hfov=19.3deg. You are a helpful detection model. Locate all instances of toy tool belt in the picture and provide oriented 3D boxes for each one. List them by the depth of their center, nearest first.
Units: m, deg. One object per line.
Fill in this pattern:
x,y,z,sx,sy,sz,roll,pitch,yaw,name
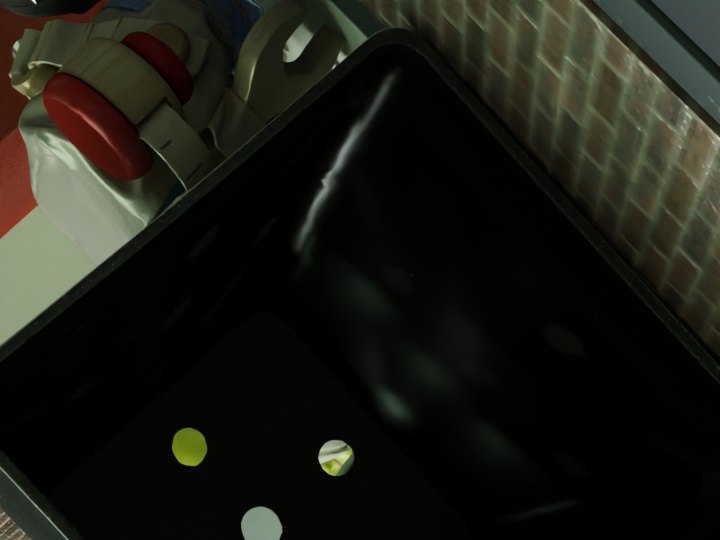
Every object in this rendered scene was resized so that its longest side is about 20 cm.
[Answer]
-0.065,-0.070,0.810,0.125,0.123,0.200,41,164,5,toy tool belt

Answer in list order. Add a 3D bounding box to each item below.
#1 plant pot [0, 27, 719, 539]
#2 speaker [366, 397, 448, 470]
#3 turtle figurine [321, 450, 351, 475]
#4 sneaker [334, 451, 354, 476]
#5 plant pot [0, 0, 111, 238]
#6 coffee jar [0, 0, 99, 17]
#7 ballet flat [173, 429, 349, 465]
-0.012,0.075,0.730,0.200,0.199,0.177,47,157,2,plant pot
0.073,0.091,0.911,0.088,0.088,0.200,39,169,48,speaker
0.042,0.114,1.085,0.161,0.065,0.200,21,-166,21,turtle figurine
0.028,0.098,0.979,0.076,0.200,0.081,3,126,21,sneaker
-0.216,-0.125,1.099,0.200,0.200,0.176,48,162,-6,plant pot
-0.158,-0.189,0.798,0.104,0.085,0.200,38,168,52,coffee jar
-0.025,0.060,0.992,0.067,0.067,0.200,15,-162,19,ballet flat
